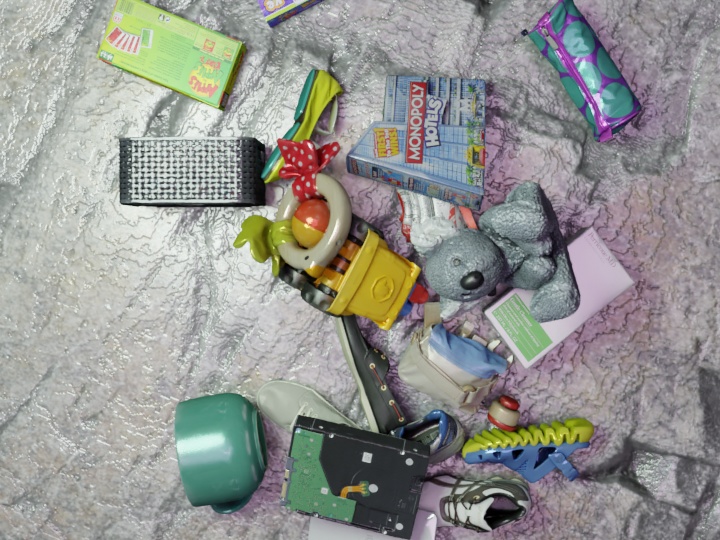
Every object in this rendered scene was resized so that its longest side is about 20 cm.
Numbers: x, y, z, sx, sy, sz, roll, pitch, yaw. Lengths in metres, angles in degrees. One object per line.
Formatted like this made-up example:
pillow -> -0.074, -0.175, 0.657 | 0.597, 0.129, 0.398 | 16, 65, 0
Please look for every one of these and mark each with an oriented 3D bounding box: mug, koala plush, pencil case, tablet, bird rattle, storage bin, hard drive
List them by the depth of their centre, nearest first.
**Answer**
bird rattle -> -0.069, -0.077, 1.313 | 0.162, 0.112, 0.202 | 36, 92, 38
koala plush -> 0.177, -0.017, 1.317 | 0.197, 0.185, 0.179 | -22, 112, 17
hard drive -> -0.009, 0.293, 1.371 | 0.196, 0.038, 0.143 | 12, 109, 2
pencil case -> 0.320, -0.287, 1.391 | 0.085, 0.092, 0.202 | -33, 92, 44
storage bin -> -0.240, -0.140, 1.399 | 0.195, 0.135, 0.096 | -1, 92, 3
mug -> -0.195, 0.262, 1.417 | 0.112, 0.186, 0.155 | -11, 67, 0
tablet -> 0.014, 0.405, 1.439 | 0.196, 0.014, 0.133 | 8, 93, 21

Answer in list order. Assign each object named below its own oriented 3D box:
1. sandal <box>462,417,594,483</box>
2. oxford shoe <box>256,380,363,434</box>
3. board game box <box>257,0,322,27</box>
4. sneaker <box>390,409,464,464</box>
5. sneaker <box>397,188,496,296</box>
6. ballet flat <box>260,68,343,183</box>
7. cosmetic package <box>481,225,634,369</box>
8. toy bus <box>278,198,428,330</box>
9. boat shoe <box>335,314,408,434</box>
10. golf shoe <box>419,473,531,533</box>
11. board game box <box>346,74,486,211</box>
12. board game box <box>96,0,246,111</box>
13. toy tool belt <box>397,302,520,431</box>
sandal -> 0.248, 0.273, 1.424 | 0.195, 0.080, 0.089 | -5, 96, 4
oxford shoe -> -0.072, 0.223, 1.431 | 0.198, 0.058, 0.076 | 29, 97, 18
board game box -> -0.077, -0.469, 1.427 | 0.197, 0.045, 0.136 | -26, 91, 3
sneaker -> 0.057, 0.268, 1.416 | 0.199, 0.085, 0.077 | -38, 54, -3
sneaker -> 0.122, -0.044, 1.420 | 0.106, 0.067, 0.205 | -20, 86, -1
ballet flat -> -0.077, -0.201, 1.404 | 0.066, 0.067, 0.203 | 30, 66, -17
cosmetic package -> 0.285, 0.038, 1.408 | 0.199, 0.085, 0.108 | -40, 87, 4
toy bus -> 0.000, 0.000, 1.396 | 0.190, 0.199, 0.138 | 25, 95, -34
boat shoe -> 0.013, 0.144, 1.432 | 0.062, 0.074, 0.205 | -21, 93, -4
golf shoe -> 0.154, 0.343, 1.421 | 0.196, 0.094, 0.080 | -10, 93, 4
board game box -> 0.080, -0.195, 1.388 | 0.195, 0.062, 0.204 | 3, 71, 2
board game box -> -0.280, -0.324, 1.440 | 0.197, 0.048, 0.103 | 22, 93, 2
toy tool belt -> 0.160, 0.137, 1.400 | 0.197, 0.125, 0.125 | 26, 101, 1
